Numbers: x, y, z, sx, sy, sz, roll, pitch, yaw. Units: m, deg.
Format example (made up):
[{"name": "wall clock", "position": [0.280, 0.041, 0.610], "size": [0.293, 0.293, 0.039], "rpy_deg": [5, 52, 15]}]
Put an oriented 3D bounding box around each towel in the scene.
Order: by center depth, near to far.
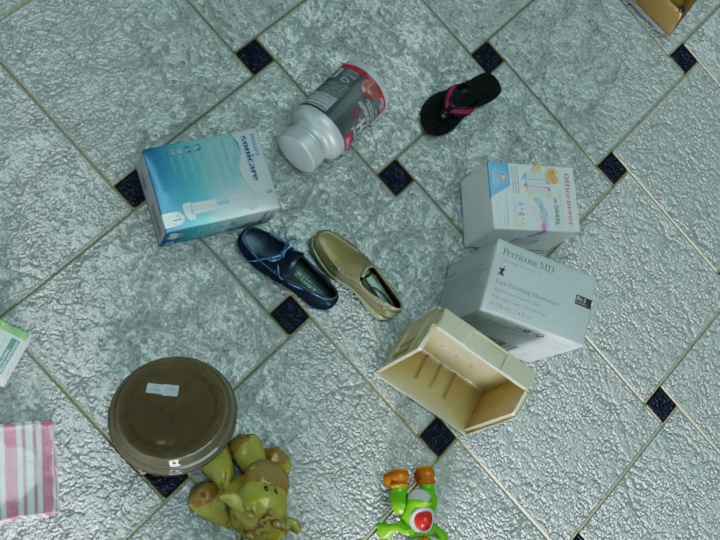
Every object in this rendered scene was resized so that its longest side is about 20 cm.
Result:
[{"name": "towel", "position": [-0.549, 0.300, 1.465], "size": [0.199, 0.030, 0.147], "rpy_deg": [-4, 77, -20]}]

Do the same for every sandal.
[{"name": "sandal", "position": [0.191, -0.323, 1.882], "size": [0.200, 0.045, 0.075], "rpy_deg": [-35, 90, -24]}]

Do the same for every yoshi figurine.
[{"name": "yoshi figurine", "position": [0.092, 0.431, 1.645], "size": [0.112, 0.112, 0.201], "rpy_deg": [31, 44, -53]}]

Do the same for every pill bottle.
[{"name": "pill bottle", "position": [-0.049, -0.266, 1.746], "size": [0.111, 0.111, 0.200], "rpy_deg": [44, 67, -5]}]

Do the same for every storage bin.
[{"name": "storage bin", "position": [0.158, 0.169, 1.664], "size": [0.200, 0.199, 0.094], "rpy_deg": [35, 64, -8]}]

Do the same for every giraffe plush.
[{"name": "giraffe plush", "position": [-0.165, 0.345, 1.519], "size": [0.172, 0.162, 0.201], "rpy_deg": [-3, 77, -21]}]

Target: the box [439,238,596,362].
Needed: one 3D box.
[{"name": "box", "position": [0.265, 0.057, 1.728], "size": [0.198, 0.200, 0.131], "rpy_deg": [20, 71, -14]}]

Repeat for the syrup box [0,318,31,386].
[{"name": "syrup box", "position": [-0.597, 0.089, 1.473], "size": [0.200, 0.081, 0.079], "rpy_deg": [30, 67, -12]}]

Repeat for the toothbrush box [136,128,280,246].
[{"name": "toothbrush box", "position": [-0.252, -0.138, 1.653], "size": [0.199, 0.085, 0.147], "rpy_deg": [-16, 81, -22]}]

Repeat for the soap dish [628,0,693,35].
[{"name": "soap dish", "position": [0.625, -0.616, 2.095], "size": [0.200, 0.081, 0.157], "rpy_deg": [43, 67, -6]}]

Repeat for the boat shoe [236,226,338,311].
[{"name": "boat shoe", "position": [-0.114, -0.013, 1.680], "size": [0.200, 0.069, 0.084], "rpy_deg": [32, 68, -10]}]

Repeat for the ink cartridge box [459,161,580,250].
[{"name": "ink cartridge box", "position": [0.300, -0.116, 1.826], "size": [0.199, 0.125, 0.129], "rpy_deg": [1, 76, -19]}]

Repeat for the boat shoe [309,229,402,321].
[{"name": "boat shoe", "position": [0.000, 0.000, 1.714], "size": [0.200, 0.076, 0.072], "rpy_deg": [42, 67, -5]}]

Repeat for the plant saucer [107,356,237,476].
[{"name": "plant saucer", "position": [-0.290, 0.217, 1.539], "size": [0.199, 0.030, 0.201], "rpy_deg": [1, 58, -2]}]
